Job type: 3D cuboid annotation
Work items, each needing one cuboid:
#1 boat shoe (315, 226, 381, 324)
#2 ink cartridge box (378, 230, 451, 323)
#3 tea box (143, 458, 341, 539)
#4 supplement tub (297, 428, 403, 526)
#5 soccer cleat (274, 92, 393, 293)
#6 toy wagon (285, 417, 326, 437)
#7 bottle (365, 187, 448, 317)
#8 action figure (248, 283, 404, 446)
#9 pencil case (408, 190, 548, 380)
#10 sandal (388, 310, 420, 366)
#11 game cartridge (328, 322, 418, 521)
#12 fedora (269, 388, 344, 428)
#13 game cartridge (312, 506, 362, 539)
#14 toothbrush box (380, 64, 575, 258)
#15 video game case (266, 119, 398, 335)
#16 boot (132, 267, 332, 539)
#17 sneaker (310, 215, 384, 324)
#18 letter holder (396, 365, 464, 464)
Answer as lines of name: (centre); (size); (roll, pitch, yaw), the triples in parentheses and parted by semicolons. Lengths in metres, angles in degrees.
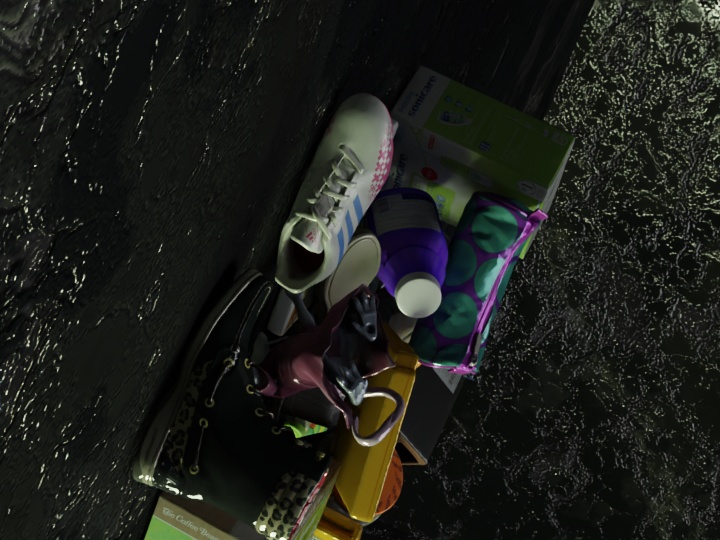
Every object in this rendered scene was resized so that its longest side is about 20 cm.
boat shoe: (-0.023, 0.011, 1.461); (0.066, 0.057, 0.201); (-20, 148, -20)
ink cartridge box: (0.060, 0.047, 1.794); (0.199, 0.043, 0.197); (-39, -153, 3)
tea box: (-0.137, 0.288, 1.417); (0.198, 0.133, 0.200); (-69, 170, 26)
supplement tub: (-0.041, 0.260, 1.698); (0.199, 0.122, 0.123); (-22, -149, 55)
soccer cleat: (-0.025, -0.065, 1.273); (0.086, 0.069, 0.201); (-49, 163, -60)
toy wagon: (-0.066, 0.205, 1.909); (0.156, 0.039, 0.201); (-56, 168, -40)
bottle: (0.052, -0.020, 1.474); (0.201, 0.082, 0.066); (-100, -174, -60)
action figure: (-0.045, 0.087, 1.330); (0.134, 0.150, 0.199); (-41, -167, -37)
pencil case: (0.125, 0.015, 1.497); (0.085, 0.092, 0.202); (19, 94, -46)
sandal: (0.047, 0.086, 1.611); (0.207, 0.059, 0.079); (-44, -176, 26)
game cartridge: (0.012, 0.156, 1.482); (0.200, 0.032, 0.178); (-137, -117, -77)
fedora: (-0.034, 0.123, 1.694); (0.178, 0.090, 0.200); (-67, 171, 20)
game cartridge: (-0.087, 0.304, 1.620); (0.033, 0.175, 0.201); (-59, 170, -29)
toothbrush box: (0.128, -0.123, 1.583); (0.086, 0.199, 0.146); (-57, 169, -31)
video game case: (-0.029, -0.050, 1.458); (0.201, 0.023, 0.182); (-68, 171, 28)
boot: (-0.084, 0.118, 1.169); (0.205, 0.153, 0.074); (-62, 171, -9)
sneaker: (0.000, 0.000, 1.612); (0.201, 0.075, 0.114); (-63, 173, -46)
letter holder: (0.046, 0.147, 1.817); (0.141, 0.101, 0.201); (-10, -139, 43)
